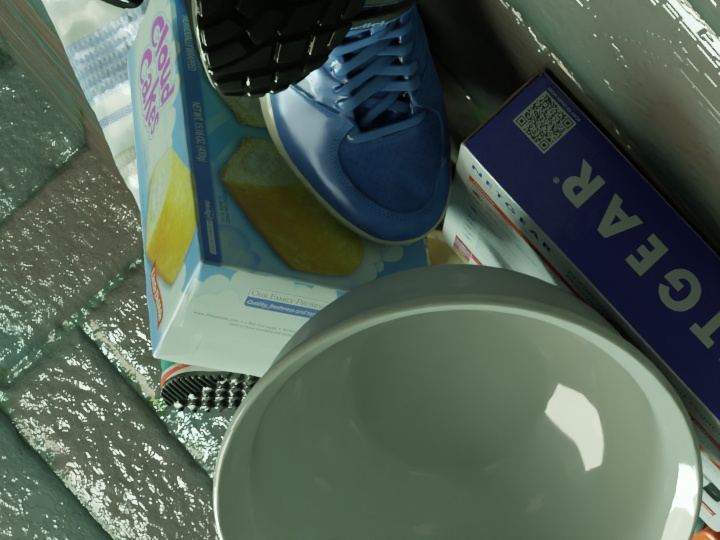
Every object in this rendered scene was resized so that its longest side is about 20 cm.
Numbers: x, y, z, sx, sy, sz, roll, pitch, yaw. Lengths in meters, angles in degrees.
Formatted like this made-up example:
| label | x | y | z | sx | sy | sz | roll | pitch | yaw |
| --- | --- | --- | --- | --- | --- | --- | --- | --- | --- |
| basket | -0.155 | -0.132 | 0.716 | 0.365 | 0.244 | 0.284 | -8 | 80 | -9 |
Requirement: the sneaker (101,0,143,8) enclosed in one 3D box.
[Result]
| label | x | y | z | sx | sy | sz | roll | pitch | yaw |
| --- | --- | --- | --- | --- | --- | --- | --- | --- | --- |
| sneaker | -0.122 | -0.206 | 1.039 | 0.090 | 0.067 | 0.201 | 31 | 143 | 12 |

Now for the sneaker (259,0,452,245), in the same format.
| label | x | y | z | sx | sy | sz | roll | pitch | yaw |
| --- | --- | --- | --- | --- | --- | --- | --- | --- | --- |
| sneaker | -0.003 | -0.096 | 0.852 | 0.111 | 0.076 | 0.202 | -145 | 36 | -71 |

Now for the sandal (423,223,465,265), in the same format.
| label | x | y | z | sx | sy | sz | roll | pitch | yaw |
| --- | --- | --- | --- | --- | --- | --- | --- | --- | --- |
| sandal | -0.002 | 0.004 | 1.052 | 0.211 | 0.070 | 0.078 | 34 | 132 | 10 |

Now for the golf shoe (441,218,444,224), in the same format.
| label | x | y | z | sx | sy | sz | roll | pitch | yaw |
| --- | --- | --- | --- | --- | --- | --- | --- | --- | --- |
| golf shoe | 0.021 | -0.042 | 1.182 | 0.200 | 0.077 | 0.088 | 47 | -160 | -17 |

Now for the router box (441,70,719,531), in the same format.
| label | x | y | z | sx | sy | sz | roll | pitch | yaw |
| --- | --- | --- | --- | --- | --- | --- | --- | --- | --- |
| router box | 0.123 | 0.022 | 0.935 | 0.200 | 0.049 | 0.180 | 48 | 172 | 7 |

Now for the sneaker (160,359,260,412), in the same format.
| label | x | y | z | sx | sy | sz | roll | pitch | yaw |
| --- | --- | --- | --- | --- | --- | --- | --- | --- | --- |
| sneaker | -0.025 | 0.019 | 1.113 | 0.070 | 0.198 | 0.094 | -34 | 65 | 49 |

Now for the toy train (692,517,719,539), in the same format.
| label | x | y | z | sx | sy | sz | roll | pitch | yaw |
| --- | --- | --- | --- | --- | --- | --- | --- | --- | --- |
| toy train | 0.152 | 0.094 | 1.125 | 0.200 | 0.056 | 0.150 | 46 | 170 | 2 |

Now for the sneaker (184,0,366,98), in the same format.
| label | x | y | z | sx | sy | sz | roll | pitch | yaw |
| --- | --- | --- | --- | --- | --- | --- | --- | --- | --- |
| sneaker | -0.042 | -0.163 | 0.757 | 0.088 | 0.075 | 0.201 | 49 | 147 | 45 |

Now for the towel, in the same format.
| label | x | y | z | sx | sy | sz | roll | pitch | yaw |
| --- | --- | --- | --- | --- | --- | --- | --- | --- | --- |
| towel | -0.098 | -0.108 | 1.129 | 0.146 | 0.024 | 0.202 | -23 | 91 | 39 |

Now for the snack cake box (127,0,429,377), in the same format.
| label | x | y | z | sx | sy | sz | roll | pitch | yaw |
| --- | --- | --- | --- | --- | --- | --- | --- | --- | --- |
| snack cake box | -0.041 | -0.044 | 0.975 | 0.114 | 0.067 | 0.201 | 10 | -137 | -22 |

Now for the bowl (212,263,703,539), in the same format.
| label | x | y | z | sx | sy | sz | roll | pitch | yaw |
| --- | --- | --- | --- | --- | --- | --- | --- | --- | --- |
| bowl | 0.039 | 0.070 | 0.884 | 0.202 | 0.200 | 0.091 | 53 | -161 | -29 |
